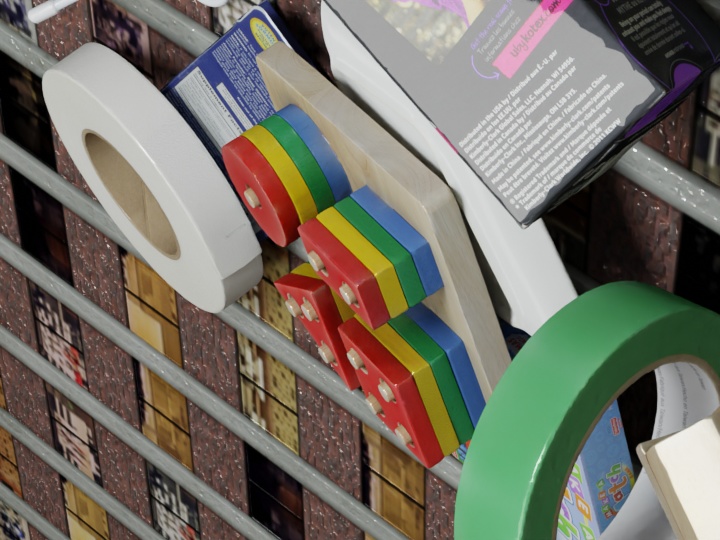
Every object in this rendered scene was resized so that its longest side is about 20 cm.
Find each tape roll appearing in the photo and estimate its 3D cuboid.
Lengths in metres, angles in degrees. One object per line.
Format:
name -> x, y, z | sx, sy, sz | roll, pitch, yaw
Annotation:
tape roll -> -0.140, -0.060, 1.674 | 0.203, 0.037, 0.203 | 48, 163, 19
tape roll -> 0.134, 0.107, 1.346 | 0.048, 0.200, 0.201 | 24, 140, 38

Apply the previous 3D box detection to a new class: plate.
plate -> 0.047, -0.050, 1.390 | 0.200, 0.032, 0.200 | 61, 170, -29

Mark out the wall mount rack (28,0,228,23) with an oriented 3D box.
wall mount rack -> -0.168, -0.232, 1.533 | 0.174, 0.074, 0.200 | -5, 117, 56

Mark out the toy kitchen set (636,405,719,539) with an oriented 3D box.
toy kitchen set -> 0.230, 0.047, 1.115 | 0.201, 0.163, 0.181 | 67, 158, 18

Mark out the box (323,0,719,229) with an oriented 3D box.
box -> 0.068, -0.139, 1.222 | 0.200, 0.122, 0.106 | 50, 119, 5

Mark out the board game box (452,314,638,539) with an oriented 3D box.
board game box -> 0.098, 0.086, 1.495 | 0.200, 0.037, 0.152 | 38, 150, 53

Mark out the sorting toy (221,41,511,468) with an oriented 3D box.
sorting toy -> 0.000, 0.000, 1.432 | 0.199, 0.069, 0.200 | 44, 162, 47

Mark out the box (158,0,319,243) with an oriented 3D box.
box -> -0.058, -0.093, 1.571 | 0.121, 0.032, 0.200 | 54, 153, -3
